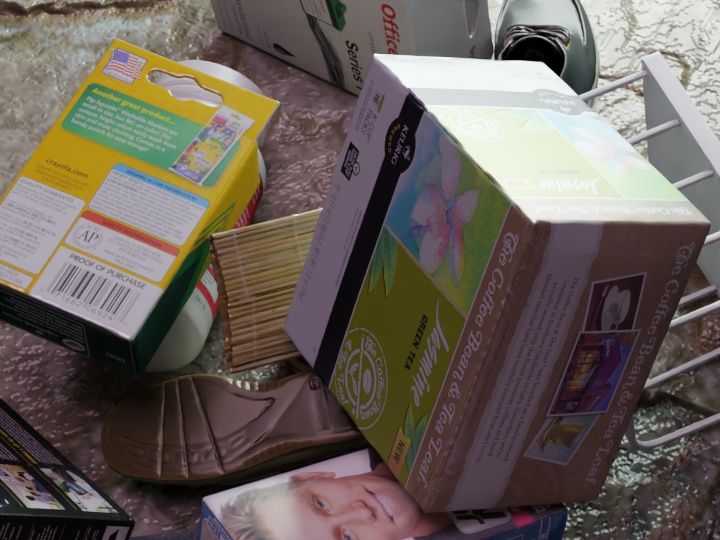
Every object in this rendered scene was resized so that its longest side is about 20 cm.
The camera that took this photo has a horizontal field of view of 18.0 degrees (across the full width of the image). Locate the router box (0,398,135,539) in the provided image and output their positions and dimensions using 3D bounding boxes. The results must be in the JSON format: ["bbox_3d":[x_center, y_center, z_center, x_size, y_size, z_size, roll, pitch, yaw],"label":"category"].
[{"bbox_3d":[-0.256,0.120,1.399,0.200,0.149,0.051,35,106,39],"label":"router box"}]

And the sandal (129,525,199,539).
[{"bbox_3d":[-0.103,0.195,1.407,0.200,0.043,0.076,-1,46,20],"label":"sandal"}]

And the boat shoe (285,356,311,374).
[{"bbox_3d":[0.027,-0.006,1.512,0.200,0.068,0.072,-39,58,-19],"label":"boat shoe"}]

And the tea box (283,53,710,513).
[{"bbox_3d":[0.075,0.005,1.346,0.133,0.200,0.197,-1,32,-33],"label":"tea box"}]

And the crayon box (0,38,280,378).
[{"bbox_3d":[-0.149,-0.042,1.436,0.126,0.052,0.200,22,60,14],"label":"crayon box"}]

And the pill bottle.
[{"bbox_3d":[-0.130,-0.041,1.534,0.112,0.112,0.200,10,56,15],"label":"pill bottle"}]

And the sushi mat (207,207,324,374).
[{"bbox_3d":[0.000,0.000,1.458,0.200,0.096,0.012,-14,18,-24],"label":"sushi mat"}]

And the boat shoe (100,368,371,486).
[{"bbox_3d":[-0.066,0.103,1.461,0.200,0.063,0.073,-13,65,7],"label":"boat shoe"}]

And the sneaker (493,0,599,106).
[{"bbox_3d":[0.129,-0.155,1.582,0.075,0.106,0.200,-3,54,6],"label":"sneaker"}]

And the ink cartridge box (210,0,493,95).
[{"bbox_3d":[-0.013,-0.207,1.617,0.200,0.146,0.084,28,63,26],"label":"ink cartridge box"}]

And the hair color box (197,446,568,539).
[{"bbox_3d":[0.013,0.160,1.349,0.200,0.061,0.100,-15,42,-29],"label":"hair color box"}]

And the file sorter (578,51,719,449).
[{"bbox_3d":[0.183,-0.006,1.446,0.124,0.139,0.200,-23,54,-6],"label":"file sorter"}]
